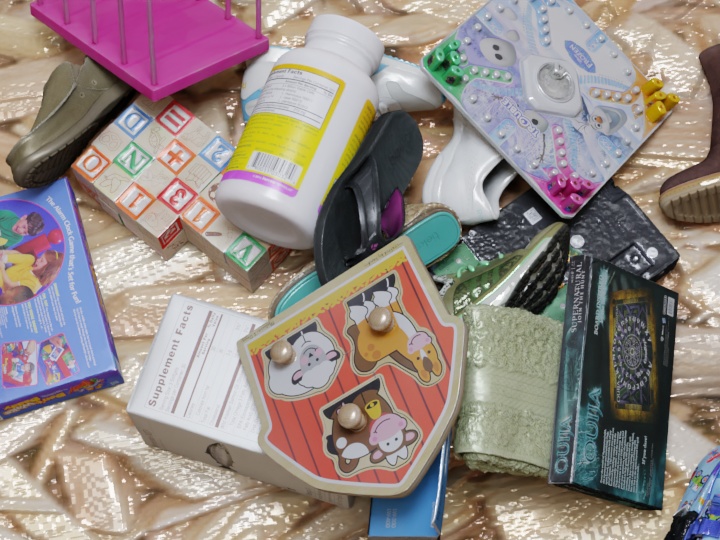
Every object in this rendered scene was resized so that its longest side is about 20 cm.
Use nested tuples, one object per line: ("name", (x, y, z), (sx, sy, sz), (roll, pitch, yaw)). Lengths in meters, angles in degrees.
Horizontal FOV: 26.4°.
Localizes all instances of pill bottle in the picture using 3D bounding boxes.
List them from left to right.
("pill bottle", (-0.048, -0.127, 1.381), (0.104, 0.104, 0.200), (20, 72, 9))

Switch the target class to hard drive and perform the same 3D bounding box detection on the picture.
("hard drive", (0.176, -0.004, 1.429), (0.200, 0.038, 0.140), (-35, 73, -12))

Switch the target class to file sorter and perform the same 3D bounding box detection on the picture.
("file sorter", (-0.202, -0.277, 1.442), (0.139, 0.126, 0.200), (-30, 50, -33))

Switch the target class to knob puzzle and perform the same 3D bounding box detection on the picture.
("knob puzzle", (-0.003, 0.090, 1.223), (0.219, 0.030, 0.220), (-11, 63, 23))

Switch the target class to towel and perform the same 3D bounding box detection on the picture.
("towel", (0.161, 0.110, 1.327), (0.200, 0.036, 0.149), (16, 71, -36))

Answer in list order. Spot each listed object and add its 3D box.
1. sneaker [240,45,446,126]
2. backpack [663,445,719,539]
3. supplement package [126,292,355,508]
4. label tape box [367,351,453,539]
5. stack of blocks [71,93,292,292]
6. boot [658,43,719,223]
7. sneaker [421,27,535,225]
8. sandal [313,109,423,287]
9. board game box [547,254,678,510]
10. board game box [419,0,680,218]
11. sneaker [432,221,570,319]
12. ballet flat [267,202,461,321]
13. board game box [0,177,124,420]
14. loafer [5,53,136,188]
("sneaker", (-0.016, -0.164, 1.479), (0.200, 0.077, 0.081), (4, 77, 10))
("backpack", (0.351, 0.232, 1.287), (0.182, 0.135, 0.200), (23, 69, 9))
("supplement package", (-0.086, 0.116, 1.348), (0.200, 0.117, 0.117), (16, 71, 8))
("label tape box", (0.042, 0.161, 1.283), (0.066, 0.200, 0.144), (5, 70, 5))
("stack of blocks", (-0.159, -0.069, 1.449), (0.200, 0.059, 0.115), (38, 75, 14))
("boot", (0.356, -0.140, 1.472), (0.200, 0.072, 0.167), (-17, 58, -4))
("sneaker", (0.130, -0.134, 1.446), (0.088, 0.075, 0.200), (8, 76, 40))
("sandal", (0.014, -0.063, 1.339), (0.048, 0.075, 0.201), (-6, 49, 40))
("board game box", (0.223, 0.099, 1.338), (0.028, 0.135, 0.200), (-8, 68, 45))
("board game box", (0.183, -0.177, 1.439), (0.200, 0.026, 0.200), (47, 56, 0))
("sneaker", (0.106, 0.015, 1.373), (0.200, 0.077, 0.089), (-41, 57, -18))
("ballet flat", (0.000, 0.000, 1.397), (0.200, 0.065, 0.071), (-27, 109, -13))
("board game box", (-0.310, 0.027, 1.425), (0.134, 0.045, 0.200), (-16, 70, -5))
("loafer", (-0.277, -0.150, 1.447), (0.067, 0.076, 0.200), (38, 44, -1))
